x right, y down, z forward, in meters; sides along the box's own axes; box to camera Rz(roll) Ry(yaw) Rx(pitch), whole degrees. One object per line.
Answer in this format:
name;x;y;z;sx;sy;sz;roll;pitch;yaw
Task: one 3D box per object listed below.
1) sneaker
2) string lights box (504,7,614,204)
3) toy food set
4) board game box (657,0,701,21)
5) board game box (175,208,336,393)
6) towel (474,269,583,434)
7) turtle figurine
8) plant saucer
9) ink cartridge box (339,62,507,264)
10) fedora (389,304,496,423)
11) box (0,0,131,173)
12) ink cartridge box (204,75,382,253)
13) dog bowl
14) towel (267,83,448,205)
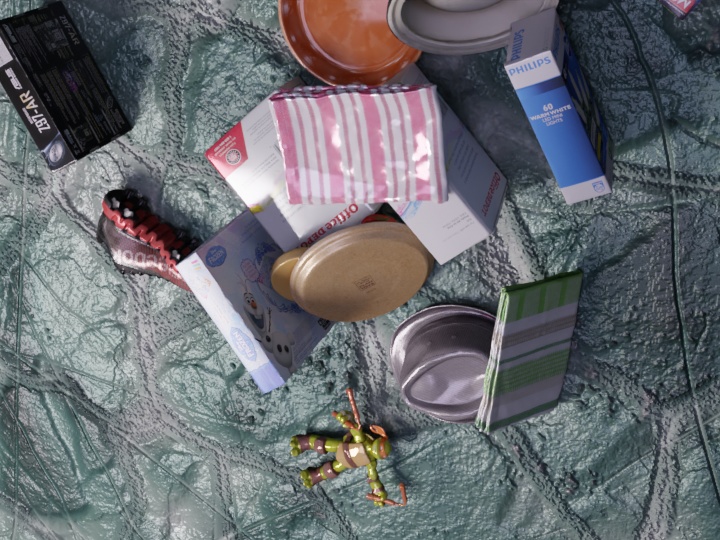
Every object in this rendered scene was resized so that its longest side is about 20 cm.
sneaker;-0.291;-0.023;1.744;0.200;0.071;0.098;38;118;4
string lights box;0.232;-0.188;1.439;0.059;0.103;0.200;-15;125;24
toy food set;0.000;0.000;1.606;0.200;0.049;0.198;-37;139;24
board game box;0.319;-0.384;1.386;0.200;0.062;0.200;41;119;0
board game box;-0.130;0.031;1.635;0.043;0.200;0.199;-29;99;28
towel;0.214;0.101;1.585;0.031;0.149;0.201;28;120;42
turtle figurine;-0.019;0.250;1.761;0.161;0.064;0.201;-12;115;31
plant saucer;-0.005;-0.324;1.542;0.199;0.032;0.201;7;114;16
ink cartridge box;0.081;-0.129;1.509;0.087;0.145;0.200;-34;106;30
fedora;0.121;0.139;1.650;0.199;0.090;0.178;-9;107;23
box;-0.401;-0.245;1.643;0.043;0.160;0.201;-23;103;25
ink cartridge box;-0.080;-0.125;1.620;0.146;0.083;0.200;-36;96;27
dog bowl;0.124;-0.329;1.415;0.199;0.200;0.074;-16;66;24
towel;-0.001;-0.140;1.424;0.199;0.030;0.147;1;121;18
